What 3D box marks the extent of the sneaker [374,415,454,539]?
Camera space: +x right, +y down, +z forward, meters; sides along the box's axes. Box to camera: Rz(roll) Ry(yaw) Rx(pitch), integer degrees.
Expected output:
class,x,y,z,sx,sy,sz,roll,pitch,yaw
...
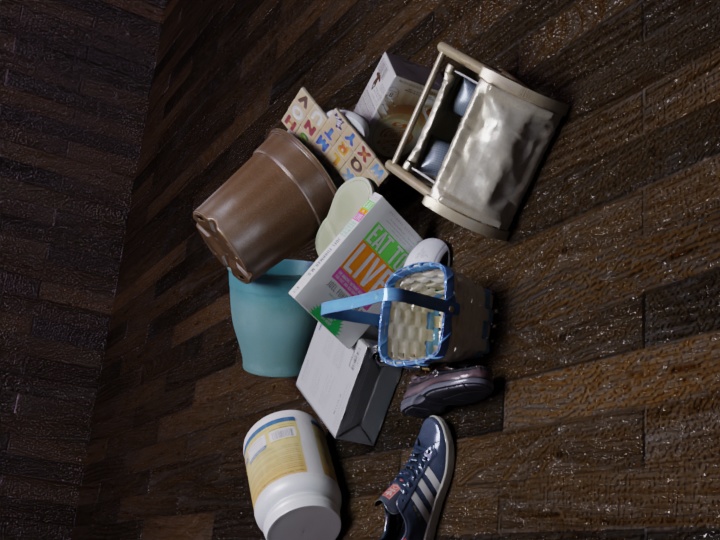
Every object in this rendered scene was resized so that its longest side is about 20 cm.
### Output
class,x,y,z,sx,sy,sz,roll,pitch,yaw
sneaker,0.068,0.295,1.338,0.075,0.083,0.204,-2,75,63

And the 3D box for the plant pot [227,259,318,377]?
class,x,y,z,sx,sy,sz,roll,pitch,yaw
plant pot,-0.142,0.087,1.769,0.199,0.197,0.192,-162,72,-64

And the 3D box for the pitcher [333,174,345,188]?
class,x,y,z,sx,sy,sz,roll,pitch,yaw
pitcher,-0.049,-0.185,1.797,0.200,0.169,0.123,133,116,-73

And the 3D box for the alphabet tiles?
class,x,y,z,sx,sy,sz,roll,pitch,yaw
alphabet tiles,-0.050,-0.194,1.595,0.201,0.008,0.167,51,146,4

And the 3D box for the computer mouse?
class,x,y,z,sx,sy,sz,roll,pitch,yaw
computer mouse,0.080,0.046,1.455,0.108,0.044,0.204,6,80,35

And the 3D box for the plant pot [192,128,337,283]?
class,x,y,z,sx,sy,sz,roll,pitch,yaw
plant pot,-0.161,-0.097,1.642,0.198,0.202,0.200,-39,21,-17

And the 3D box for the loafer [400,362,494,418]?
class,x,y,z,sx,sy,sz,roll,pitch,yaw
loafer,0.114,0.151,1.342,0.200,0.071,0.064,-36,41,57

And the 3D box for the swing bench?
class,x,y,z,sx,sy,sz,roll,pitch,yaw
swing bench,0.156,-0.181,1.362,0.201,0.128,0.200,-66,28,17

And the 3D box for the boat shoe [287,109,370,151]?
class,x,y,z,sx,sy,sz,roll,pitch,yaw
boat shoe,-0.047,-0.236,1.614,0.056,0.069,0.198,-39,25,-32

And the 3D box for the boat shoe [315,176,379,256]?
class,x,y,z,sx,sy,sz,roll,pitch,yaw
boat shoe,-0.007,-0.083,1.565,0.075,0.065,0.200,62,143,26

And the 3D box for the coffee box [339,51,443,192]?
class,x,y,z,sx,sy,sz,roll,pitch,yaw
coffee box,0.049,-0.242,1.625,0.201,0.113,0.080,-59,31,31

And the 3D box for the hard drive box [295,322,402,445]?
class,x,y,z,sx,sy,sz,roll,pitch,yaw
hard drive box,-0.020,0.163,1.590,0.200,0.076,0.158,41,113,61

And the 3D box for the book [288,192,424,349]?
class,x,y,z,sx,sy,sz,roll,pitch,yaw
book,0.000,0.000,1.490,0.201,0.134,0.048,-50,32,-5

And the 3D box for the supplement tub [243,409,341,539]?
class,x,y,z,sx,sy,sz,roll,pitch,yaw
supplement tub,-0.110,0.345,1.599,0.146,0.143,0.201,-60,29,28

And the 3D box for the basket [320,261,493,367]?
class,x,y,z,sx,sy,sz,roll,pitch,yaw
basket,0.066,0.059,1.323,0.175,0.197,0.142,-11,74,54
